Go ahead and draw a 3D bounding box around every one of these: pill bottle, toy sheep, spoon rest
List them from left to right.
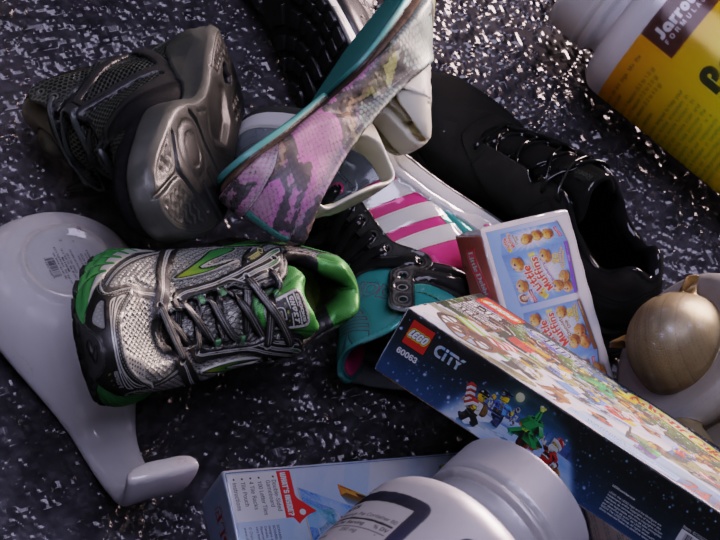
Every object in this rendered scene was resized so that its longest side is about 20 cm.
[{"bbox_3d":[-0.146,0.048,1.411,0.099,0.061,0.201,-10,53,-25],"label":"spoon rest"},{"bbox_3d":[0.016,0.168,1.234,0.111,0.111,0.200,45,57,9],"label":"pill bottle"},{"bbox_3d":[0.212,-0.119,1.585,0.200,0.109,0.109,39,57,5],"label":"pill bottle"},{"bbox_3d":[0.217,0.073,1.467,0.200,0.137,0.139,39,49,-37],"label":"toy sheep"}]

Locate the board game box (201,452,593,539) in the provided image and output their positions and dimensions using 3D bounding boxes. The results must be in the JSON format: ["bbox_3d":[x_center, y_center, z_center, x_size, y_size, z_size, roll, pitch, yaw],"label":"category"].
[{"bbox_3d":[0.035,0.192,1.321,0.198,0.041,0.201,-2,64,-23],"label":"board game box"}]

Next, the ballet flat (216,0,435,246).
[{"bbox_3d":[-0.003,-0.079,1.433,0.071,0.069,0.200,45,50,-6],"label":"ballet flat"}]

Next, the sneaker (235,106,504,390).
[{"bbox_3d":[0.000,0.000,1.467,0.199,0.084,0.121,30,47,-3],"label":"sneaker"}]

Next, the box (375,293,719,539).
[{"bbox_3d":[0.116,0.082,1.337,0.199,0.038,0.136,33,13,14],"label":"box"}]

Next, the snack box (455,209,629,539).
[{"bbox_3d":[0.110,0.070,1.449,0.072,0.024,0.201,-13,86,-41],"label":"snack box"}]

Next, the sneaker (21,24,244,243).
[{"bbox_3d":[-0.129,-0.062,1.424,0.113,0.077,0.200,-17,28,11],"label":"sneaker"}]

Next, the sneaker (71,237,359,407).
[{"bbox_3d":[-0.075,0.017,1.351,0.200,0.085,0.079,-22,104,-54],"label":"sneaker"}]

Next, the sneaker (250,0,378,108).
[{"bbox_3d":[-0.010,-0.164,1.558,0.087,0.076,0.201,-16,68,-32],"label":"sneaker"}]

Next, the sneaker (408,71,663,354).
[{"bbox_3d":[0.105,-0.048,1.521,0.200,0.091,0.076,45,59,10],"label":"sneaker"}]
